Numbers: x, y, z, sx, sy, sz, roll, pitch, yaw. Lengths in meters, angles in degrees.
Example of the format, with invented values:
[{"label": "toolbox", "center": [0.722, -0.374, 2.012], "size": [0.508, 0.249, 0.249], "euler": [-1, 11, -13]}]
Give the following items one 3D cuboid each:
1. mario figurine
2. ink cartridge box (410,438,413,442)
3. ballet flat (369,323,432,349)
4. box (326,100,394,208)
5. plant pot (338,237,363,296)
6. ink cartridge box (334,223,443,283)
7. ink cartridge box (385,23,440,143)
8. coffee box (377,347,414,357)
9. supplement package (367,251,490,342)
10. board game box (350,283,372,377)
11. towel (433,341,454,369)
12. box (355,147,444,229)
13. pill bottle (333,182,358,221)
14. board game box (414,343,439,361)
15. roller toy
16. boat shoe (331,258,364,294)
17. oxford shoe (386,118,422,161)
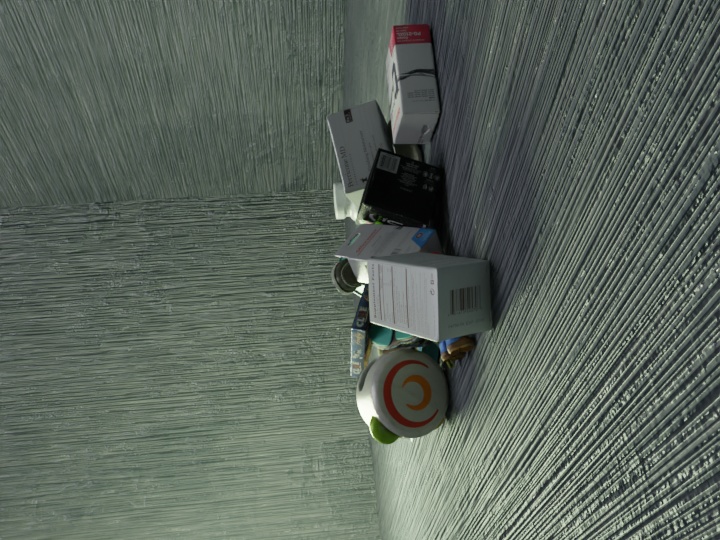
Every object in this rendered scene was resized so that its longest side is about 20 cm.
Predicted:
[{"label": "mario figurine", "center": [0.170, 0.058, 1.277], "size": [0.122, 0.105, 0.204], "euler": [-30, 65, 35]}, {"label": "ink cartridge box", "center": [0.105, 0.305, 1.655], "size": [0.201, 0.036, 0.096], "euler": [-117, 26, -50]}, {"label": "ballet flat", "center": [0.092, 0.141, 1.472], "size": [0.199, 0.073, 0.076], "euler": [-9, 85, 61]}, {"label": "box", "center": [0.017, -0.274, 1.677], "size": [0.200, 0.128, 0.203], "euler": [29, -134, -78]}, {"label": "plant pot", "center": [0.054, -0.054, 1.786], "size": [0.197, 0.196, 0.204], "euler": [113, 153, -62]}, {"label": "ink cartridge box", "center": [0.057, -0.031, 1.407], "size": [0.116, 0.197, 0.067], "euler": [-49, -50, -32]}, {"label": "ink cartridge box", "center": [0.108, -0.390, 1.453], "size": [0.145, 0.082, 0.205], "euler": [104, 161, -75]}, {"label": "coffee box", "center": [0.084, 0.131, 1.615], "size": [0.114, 0.078, 0.203], "euler": [-99, 8, -55]}, {"label": "supplement package", "center": [0.111, 0.038, 1.155], "size": [0.199, 0.115, 0.120], "euler": [11, 106, 58]}, {"label": "board game box", "center": [0.010, 0.140, 1.601], "size": [0.202, 0.034, 0.137], "euler": [92, -168, -50]}, {"label": "towel", "center": [0.139, 0.090, 1.386], "size": [0.144, 0.023, 0.202], "euler": [50, -162, -33]}, {"label": "box", "center": [0.078, -0.153, 1.458], "size": [0.200, 0.146, 0.127], "euler": [117, 170, -80]}, {"label": "pill bottle", "center": [0.028, -0.191, 1.834], "size": [0.116, 0.195, 0.119], "euler": [177, 90, -84]}, {"label": "board game box", "center": [0.146, 0.182, 1.629], "size": [0.154, 0.044, 0.203], "euler": [-98, 7, -48]}, {"label": "roller toy", "center": [0.090, 0.268, 1.486], "size": [0.140, 0.196, 0.187], "euler": [147, 113, -66]}, {"label": "boat shoe", "center": [-0.001, -0.003, 1.500], "size": [0.073, 0.060, 0.201], "euler": [62, -154, -2]}, {"label": "oxford shoe", "center": [0.116, -0.278, 1.630], "size": [0.057, 0.075, 0.203], "euler": [19, -131, -49]}]
